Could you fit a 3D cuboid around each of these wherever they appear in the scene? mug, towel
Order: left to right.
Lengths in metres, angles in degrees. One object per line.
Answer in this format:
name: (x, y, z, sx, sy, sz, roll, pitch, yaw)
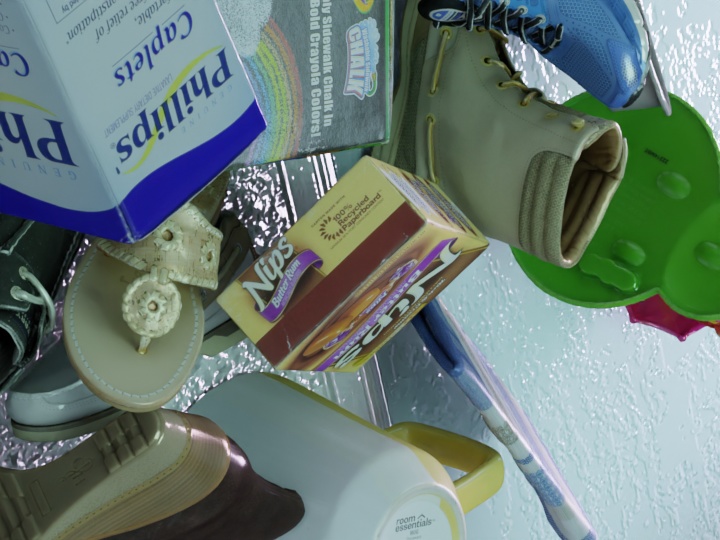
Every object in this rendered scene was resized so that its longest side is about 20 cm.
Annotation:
mug: (-0.011, 0.134, 1.736, 0.187, 0.153, 0.150, -53, 132, -22)
towel: (0.076, 0.079, 1.832, 0.024, 0.147, 0.200, -34, 131, 4)

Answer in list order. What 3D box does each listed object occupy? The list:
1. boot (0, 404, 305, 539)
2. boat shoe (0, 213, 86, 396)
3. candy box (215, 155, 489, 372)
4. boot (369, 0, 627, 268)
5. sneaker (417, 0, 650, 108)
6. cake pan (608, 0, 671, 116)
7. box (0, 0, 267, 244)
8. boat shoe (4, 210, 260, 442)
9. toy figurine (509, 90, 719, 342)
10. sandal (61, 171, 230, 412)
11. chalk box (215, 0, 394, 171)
boot: (-0.144, 0.149, 1.618, 0.199, 0.073, 0.166, -27, 149, 13)
boat shoe: (-0.194, 0.025, 1.580, 0.200, 0.064, 0.071, -57, 134, -19)
candy box: (0.000, 0.000, 1.666, 0.117, 0.056, 0.200, -44, 171, 8)
boot: (0.094, -0.110, 1.773, 0.073, 0.155, 0.201, 17, 89, -53)
sneaker: (0.078, -0.157, 1.698, 0.089, 0.200, 0.079, -45, 172, -31)
cake pan: (0.144, -0.185, 1.814, 0.200, 0.037, 0.201, -18, 90, -82)
box: (-0.173, -0.131, 1.472, 0.105, 0.183, 0.201, -45, 129, -29)
boat shoe: (-0.129, 0.029, 1.648, 0.200, 0.074, 0.069, -36, 124, -47)
toy figurine: (0.214, -0.009, 1.929, 0.150, 0.200, 0.184, -57, 148, -2)
sandal: (-0.108, -0.021, 1.588, 0.212, 0.077, 0.070, -77, -177, -50)
chalk box: (-0.062, -0.131, 1.635, 0.199, 0.123, 0.125, -12, 108, -45)
